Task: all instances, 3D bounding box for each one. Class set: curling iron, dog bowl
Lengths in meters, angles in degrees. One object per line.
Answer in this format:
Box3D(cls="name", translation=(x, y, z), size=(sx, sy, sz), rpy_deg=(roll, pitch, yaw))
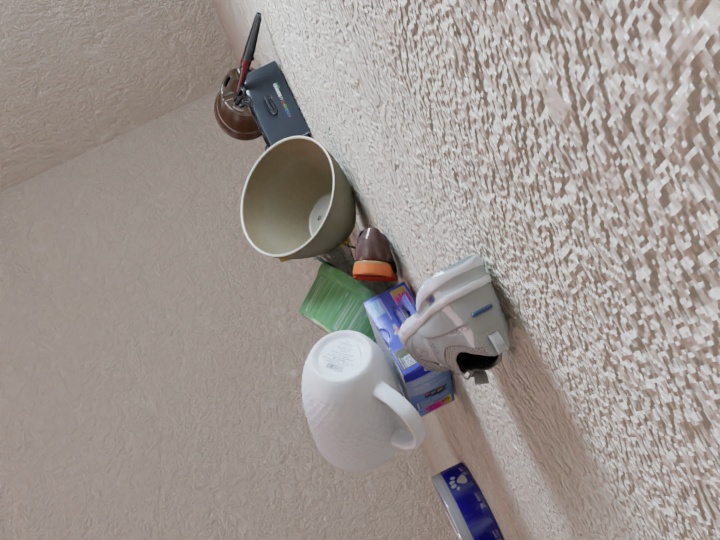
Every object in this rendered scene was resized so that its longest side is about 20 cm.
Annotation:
Box3D(cls="curling iron", translation=(-0.221, -0.415, 1.189), size=(0.050, 0.025, 0.202), rpy_deg=(46, 131, 27))
Box3D(cls="dog bowl", translation=(0.230, 0.523, 1.276), size=(0.200, 0.078, 0.203), rpy_deg=(90, 154, -81))

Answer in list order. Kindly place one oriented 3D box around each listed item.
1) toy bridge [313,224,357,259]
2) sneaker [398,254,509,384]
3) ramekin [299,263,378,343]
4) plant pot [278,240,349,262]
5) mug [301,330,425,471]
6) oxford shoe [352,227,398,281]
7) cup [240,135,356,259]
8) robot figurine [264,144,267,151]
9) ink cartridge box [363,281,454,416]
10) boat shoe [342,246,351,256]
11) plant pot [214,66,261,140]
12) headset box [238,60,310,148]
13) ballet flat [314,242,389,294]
Box3D(cls="toy bridge", translation=(-0.067, -0.087, 1.257), size=(0.068, 0.027, 0.200), rpy_deg=(63, 150, 6))
Box3D(cls="sneaker", translation=(0.080, 0.065, 0.508), size=(0.201, 0.074, 0.083), rpy_deg=(78, 167, -69))
Box3D(cls="ramekin", translation=(-0.014, 0.084, 1.064), size=(0.198, 0.099, 0.200), rpy_deg=(34, 172, 5))
Box3D(cls="plant pot", translation=(-0.152, -0.120, 1.553), size=(0.203, 0.186, 0.201), rpy_deg=(63, 176, 8))
Box3D(cls="mug", translation=(0.007, 0.187, 0.847), size=(0.198, 0.148, 0.177), rpy_deg=(23, 143, 32))
Box3D(cls="oxford shoe", translation=(0.025, -0.022, 0.901), size=(0.200, 0.070, 0.074), rpy_deg=(87, -175, -87))
Box3D(cls="cup", translation=(-0.085, -0.106, 1.014), size=(0.142, 0.200, 0.202), rpy_deg=(21, -145, -54))
Box3D(cls="robot figurine", translation=(-0.199, -0.281, 1.667), size=(0.201, 0.122, 0.153), rpy_deg=(71, -158, -56))
Box3D(cls="ink cartridge box", translation=(0.073, 0.115, 0.886), size=(0.138, 0.075, 0.201), rpy_deg=(60, 175, 35))
Box3D(cls="boat shoe", translation=(-0.052, -0.025, 1.710), size=(0.202, 0.070, 0.064), rpy_deg=(81, 164, -48))
Box3D(cls="plant pot", translation=(-0.363, -0.536, 1.874), size=(0.203, 0.198, 0.198), rpy_deg=(64, 167, -4))
Box3D(cls="headset box", translation=(-0.184, -0.339, 1.327), size=(0.177, 0.091, 0.200), rpy_deg=(64, 175, 2))
Box3D(cls="ballet flat", translation=(0.000, 0.000, 1.107), size=(0.199, 0.072, 0.072), rpy_deg=(37, -179, -12))
